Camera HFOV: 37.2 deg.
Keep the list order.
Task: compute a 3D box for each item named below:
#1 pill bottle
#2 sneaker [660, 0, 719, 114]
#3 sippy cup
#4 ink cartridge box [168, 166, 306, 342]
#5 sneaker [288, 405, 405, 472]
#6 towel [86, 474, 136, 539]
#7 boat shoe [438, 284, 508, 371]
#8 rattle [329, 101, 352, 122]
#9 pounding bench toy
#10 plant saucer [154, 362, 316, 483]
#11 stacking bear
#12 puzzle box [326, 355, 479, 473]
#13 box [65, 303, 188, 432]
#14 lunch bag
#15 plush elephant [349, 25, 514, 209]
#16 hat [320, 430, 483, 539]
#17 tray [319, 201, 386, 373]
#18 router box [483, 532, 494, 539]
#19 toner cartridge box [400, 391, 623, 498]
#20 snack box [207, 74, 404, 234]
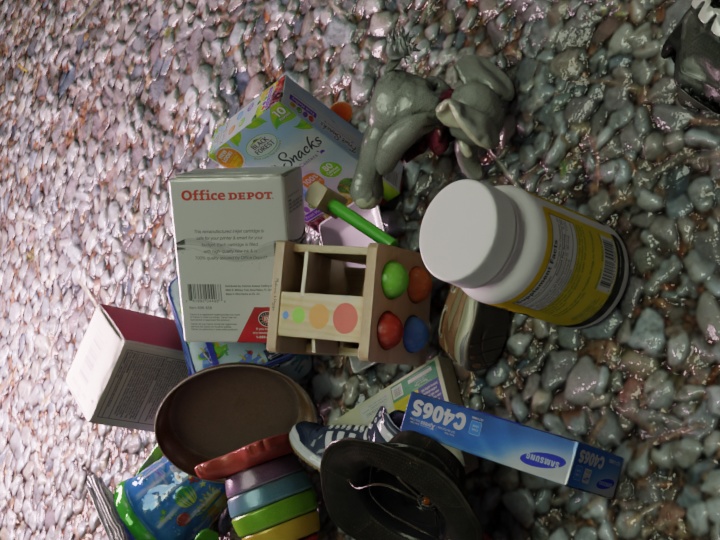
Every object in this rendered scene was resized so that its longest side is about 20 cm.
[{"bbox_3d":[0.158,-0.016,1.026,0.114,0.199,0.115,-18,64,44],"label":"pill bottle"},{"bbox_3d":[0.339,-0.170,0.978,0.091,0.066,0.201,-49,43,30],"label":"sneaker"},{"bbox_3d":[-0.235,0.297,1.422,0.130,0.140,0.178,-42,74,5],"label":"sippy cup"},{"bbox_3d":[-0.141,-0.021,1.278,0.143,0.084,0.202,0,105,12],"label":"ink cartridge box"},{"bbox_3d":[0.002,0.187,1.198,0.199,0.070,0.109,28,100,46],"label":"sneaker"},{"bbox_3d":[-0.298,0.373,1.442,0.024,0.201,0.147,-33,44,-7],"label":"towel"},{"bbox_3d":[0.130,0.005,1.149,0.072,0.075,0.202,23,94,51],"label":"boat shoe"},{"bbox_3d":[-0.078,-0.135,1.374,0.199,0.130,0.144,6,74,57],"label":"rattle"},{"bbox_3d":[0.000,0.000,1.206,0.155,0.124,0.202,2,85,34],"label":"pounding bench toy"},{"bbox_3d":[-0.155,0.184,1.326,0.200,0.199,0.032,-50,29,25],"label":"plant saucer"},{"bbox_3d":[-0.098,0.305,1.270,0.121,0.113,0.202,-25,79,27],"label":"stacking bear"},{"bbox_3d":[0.043,0.201,1.220,0.200,0.025,0.134,-36,53,36],"label":"puzzle box"},{"bbox_3d":[-0.280,0.141,1.468,0.109,0.199,0.129,40,108,48],"label":"box"},{"bbox_3d":[-0.160,0.073,1.393,0.159,0.083,0.201,-22,54,-2],"label":"lunch bag"},{"bbox_3d":[0.094,-0.166,1.202,0.154,0.165,0.201,21,133,15],"label":"plush elephant"},{"bbox_3d":[0.051,0.214,1.064,0.200,0.201,0.081,-16,28,45],"label":"hat"},{"bbox_3d":[0.010,0.014,1.300,0.107,0.022,0.202,-30,66,40],"label":"tray"},{"bbox_3d":[0.089,0.369,1.097,0.179,0.049,0.202,32,103,48],"label":"router box"},{"bbox_3d":[0.145,0.169,1.045,0.199,0.095,0.044,12,82,43],"label":"toner cartridge box"},{"bbox_3d":[-0.065,-0.133,1.310,0.142,0.199,0.053,-30,38,38],"label":"snack box"}]
